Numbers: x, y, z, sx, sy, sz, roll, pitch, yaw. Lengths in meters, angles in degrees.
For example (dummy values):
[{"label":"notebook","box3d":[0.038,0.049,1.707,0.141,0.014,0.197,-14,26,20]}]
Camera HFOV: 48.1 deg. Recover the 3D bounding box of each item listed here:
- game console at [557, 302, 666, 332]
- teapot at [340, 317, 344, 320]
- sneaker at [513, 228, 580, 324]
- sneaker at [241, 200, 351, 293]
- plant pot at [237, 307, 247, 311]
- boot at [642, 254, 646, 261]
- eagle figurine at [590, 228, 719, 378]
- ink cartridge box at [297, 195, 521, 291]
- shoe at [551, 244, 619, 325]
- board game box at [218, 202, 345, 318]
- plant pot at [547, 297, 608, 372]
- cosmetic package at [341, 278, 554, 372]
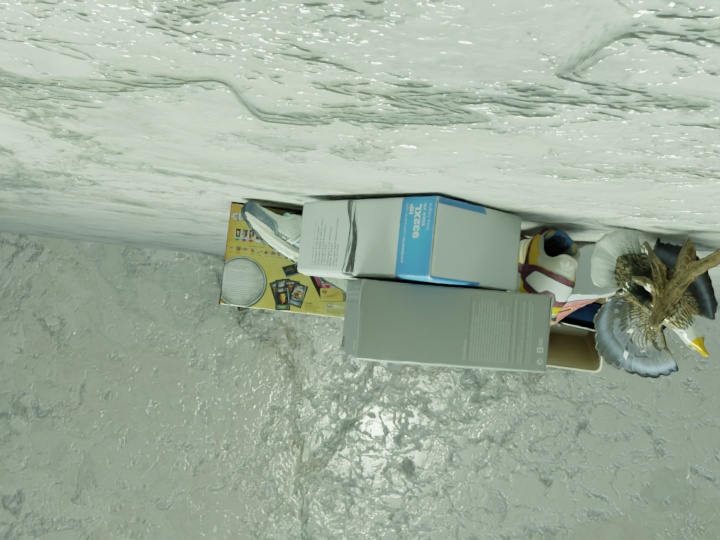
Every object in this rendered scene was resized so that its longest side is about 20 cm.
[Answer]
[{"label":"game console","box3d":[0.395,0.036,1.198,0.116,0.176,0.200,45,-162,6]},{"label":"teapot","box3d":[-0.020,0.012,1.377,0.197,0.147,0.200,8,178,-32]},{"label":"sneaker","box3d":[0.223,-0.014,0.971,0.075,0.090,0.200,24,-158,-9]},{"label":"sneaker","box3d":[-0.055,-0.043,1.020,0.200,0.086,0.078,30,-179,-12]},{"label":"plant pot","box3d":[-0.382,0.036,2.975,0.173,0.201,0.200,-11,-178,-14]},{"label":"boot","box3d":[0.330,0.008,1.208,0.181,0.073,0.200,-7,-173,-10]},{"label":"eagle figurine","box3d":[0.338,0.039,0.905,0.151,0.151,0.200,-5,168,14]},{"label":"ink cartridge box","box3d":[0.050,-0.028,0.875,0.145,0.084,0.200,6,177,-44]},{"label":"shoe","box3d":[0.280,0.023,1.090,0.200,0.072,0.091,-17,158,18]},{"label":"board game box","box3d":[-0.080,-0.010,1.074,0.199,0.136,0.035,7,178,-7]},{"label":"plant pot","box3d":[0.424,0.088,1.727,0.199,0.201,0.177,6,-170,17]},{"label":"cosmetic package","box3d":[0.085,0.057,0.838,0.199,0.090,0.107,8,177,-11]}]
